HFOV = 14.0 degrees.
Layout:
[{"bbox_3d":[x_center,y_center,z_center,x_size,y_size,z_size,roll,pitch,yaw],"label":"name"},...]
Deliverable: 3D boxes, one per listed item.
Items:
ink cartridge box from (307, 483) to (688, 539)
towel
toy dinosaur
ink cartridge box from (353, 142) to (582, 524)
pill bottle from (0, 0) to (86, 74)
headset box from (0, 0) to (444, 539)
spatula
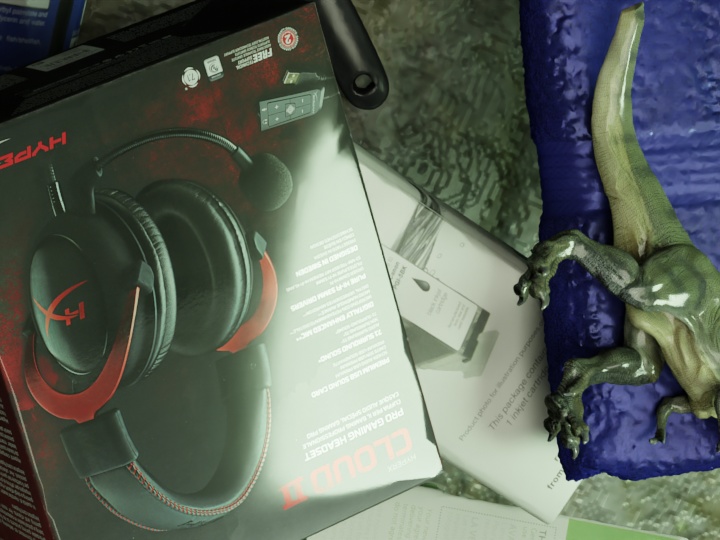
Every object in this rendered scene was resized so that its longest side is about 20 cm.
[{"bbox_3d":[0.020,0.159,1.175,0.200,0.048,0.146,11,81,-2],"label":"ink cartridge box"},{"bbox_3d":[0.135,-0.026,1.105,0.147,0.050,0.201,-5,91,-10],"label":"towel"},{"bbox_3d":[0.100,0.013,1.052,0.088,0.047,0.200,-24,94,-23],"label":"toy dinosaur"},{"bbox_3d":[0.000,0.000,1.158,0.200,0.147,0.083,33,93,-19],"label":"ink cartridge box"},{"bbox_3d":[-0.148,-0.151,1.100,0.112,0.112,0.200,11,100,-17],"label":"pill bottle"},{"bbox_3d":[-0.066,0.021,1.013,0.148,0.075,0.200,-23,109,-23],"label":"headset box"},{"bbox_3d":[-0.036,-0.152,1.176,0.056,0.021,0.200,-26,112,6],"label":"spatula"}]
